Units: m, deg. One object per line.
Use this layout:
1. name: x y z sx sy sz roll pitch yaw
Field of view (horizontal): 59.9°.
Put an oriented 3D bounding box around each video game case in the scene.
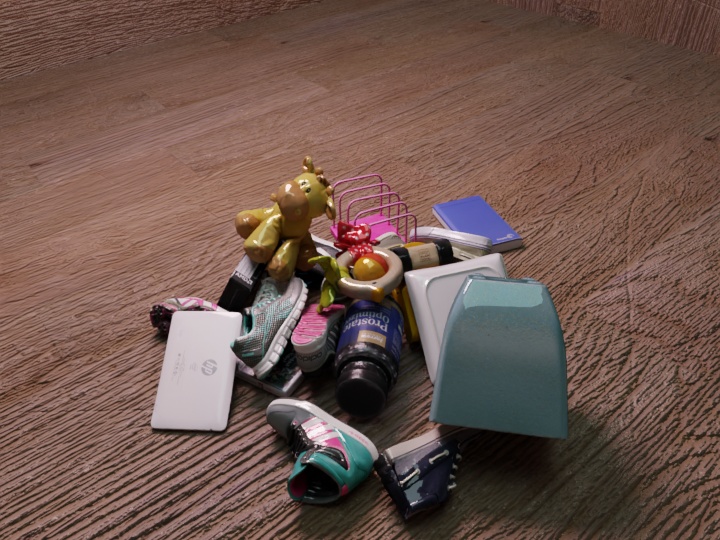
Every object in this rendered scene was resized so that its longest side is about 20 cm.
1. video game case: -0.150 0.132 1.145 0.177 0.024 0.200 18 40 25

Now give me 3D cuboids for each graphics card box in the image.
1. graphics card box: -0.209 -0.013 1.229 0.050 0.126 0.203 30 50 -9

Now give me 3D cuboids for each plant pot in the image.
1. plant pot: 0.208 0.112 0.937 0.189 0.208 0.196 4 4 9

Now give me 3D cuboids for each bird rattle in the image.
1. bird rattle: 0.000 0.000 1.100 0.159 0.116 0.199 16 32 24

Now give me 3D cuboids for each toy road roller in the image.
1. toy road roller: 0.120 0.046 1.187 0.119 0.146 0.207 -11 74 -12

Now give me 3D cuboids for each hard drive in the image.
1. hard drive: 0.263 -0.104 1.434 0.128 0.026 0.202 -13 38 -14

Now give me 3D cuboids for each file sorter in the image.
1. file sorter: 0.027 -0.106 1.364 0.135 0.129 0.201 -15 38 -17

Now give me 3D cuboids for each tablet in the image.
1. tablet: -0.271 0.164 1.046 0.125 0.014 0.206 1 63 4

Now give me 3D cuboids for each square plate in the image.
1. square plate: 0.192 0.078 1.096 0.193 0.029 0.205 -11 74 -13

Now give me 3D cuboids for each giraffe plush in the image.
1. giraffe plush: -0.115 -0.106 1.150 0.172 0.162 0.201 42 45 -3

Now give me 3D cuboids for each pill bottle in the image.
1. pill bottle: 0.014 0.139 1.048 0.108 0.115 0.203 3 36 7

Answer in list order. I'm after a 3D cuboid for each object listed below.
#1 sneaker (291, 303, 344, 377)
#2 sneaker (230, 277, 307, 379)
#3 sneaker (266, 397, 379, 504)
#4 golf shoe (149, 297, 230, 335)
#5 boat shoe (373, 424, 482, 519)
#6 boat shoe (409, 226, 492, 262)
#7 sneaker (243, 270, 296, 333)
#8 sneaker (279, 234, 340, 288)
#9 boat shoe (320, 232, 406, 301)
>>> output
1. sneaker: -0.070 0.120 1.085 0.071 0.091 0.200 -1 17 11
2. sneaker: -0.157 0.080 1.077 0.090 0.077 0.203 33 49 -13
3. sneaker: -0.082 0.269 0.911 0.195 0.086 0.120 19 32 24
4. golf shoe: -0.295 0.082 1.165 0.194 0.075 0.092 9 22 26
5. boat shoe: 0.117 0.282 0.902 0.195 0.075 0.094 -15 61 -27
6. boat shoe: 0.185 -0.049 1.332 0.195 0.064 0.071 10 -9 37
7. sneaker: -0.171 0.048 1.173 0.072 0.083 0.202 7 38 9
8. sneaker: -0.131 -0.026 1.311 0.194 0.075 0.112 15 41 23
9. boat shoe: 0.011 -0.002 1.243 0.199 0.073 0.060 -35 37 -13
